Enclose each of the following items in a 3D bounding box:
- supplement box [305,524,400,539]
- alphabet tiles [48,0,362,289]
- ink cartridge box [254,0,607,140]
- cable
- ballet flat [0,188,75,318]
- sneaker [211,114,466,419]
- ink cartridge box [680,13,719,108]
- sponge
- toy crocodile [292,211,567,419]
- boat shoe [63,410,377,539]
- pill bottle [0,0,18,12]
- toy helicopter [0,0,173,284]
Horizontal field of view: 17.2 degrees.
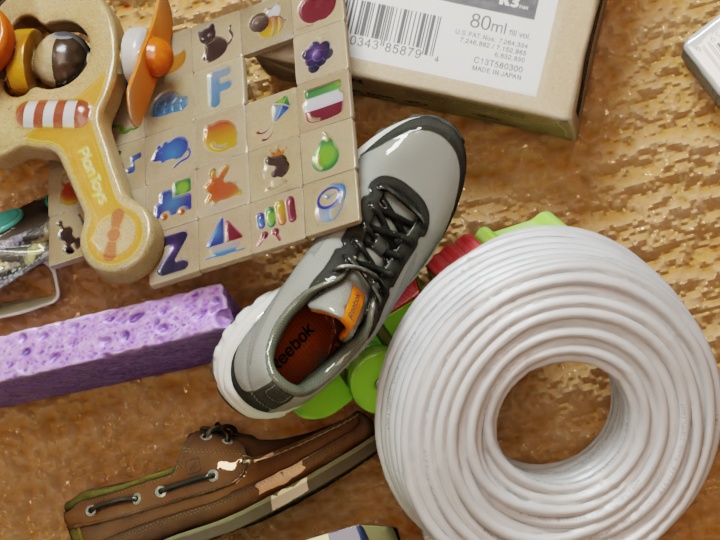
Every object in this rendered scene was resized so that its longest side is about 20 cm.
[{"bbox_3d":[-0.063,0.232,1.319,0.198,0.200,0.135,-17,82,5],"label":"supplement box"},{"bbox_3d":[-0.093,-0.071,1.364,0.198,0.008,0.168,-17,58,21],"label":"alphabet tiles"},{"bbox_3d":[0.050,-0.180,1.417,0.198,0.075,0.166,12,86,9],"label":"ink cartridge box"},{"bbox_3d":[0.106,0.079,1.347,0.199,0.069,0.201,-28,111,-2],"label":"cable"},{"bbox_3d":[-0.184,-0.020,1.439,0.199,0.072,0.072,-28,81,3],"label":"ballet flat"},{"bbox_3d":[0.000,0.000,1.320,0.074,0.079,0.201,39,77,-16],"label":"sneaker"},{"bbox_3d":[0.318,-0.121,1.394,0.199,0.044,0.174,-36,81,1],"label":"ink cartridge box"},{"bbox_3d":[-0.164,0.050,1.397,0.198,0.112,0.030,-13,80,5],"label":"sponge"},{"bbox_3d":[0.035,0.024,1.389,0.199,0.068,0.062,-32,112,1],"label":"toy crocodile"},{"bbox_3d":[-0.083,0.122,1.399,0.199,0.072,0.068,-27,82,3],"label":"boat shoe"},{"bbox_3d":[-0.294,-0.148,1.437,0.200,0.109,0.109,-40,81,1],"label":"pill bottle"},{"bbox_3d":[-0.153,-0.085,1.369,0.131,0.079,0.201,-26,65,4],"label":"toy helicopter"}]
